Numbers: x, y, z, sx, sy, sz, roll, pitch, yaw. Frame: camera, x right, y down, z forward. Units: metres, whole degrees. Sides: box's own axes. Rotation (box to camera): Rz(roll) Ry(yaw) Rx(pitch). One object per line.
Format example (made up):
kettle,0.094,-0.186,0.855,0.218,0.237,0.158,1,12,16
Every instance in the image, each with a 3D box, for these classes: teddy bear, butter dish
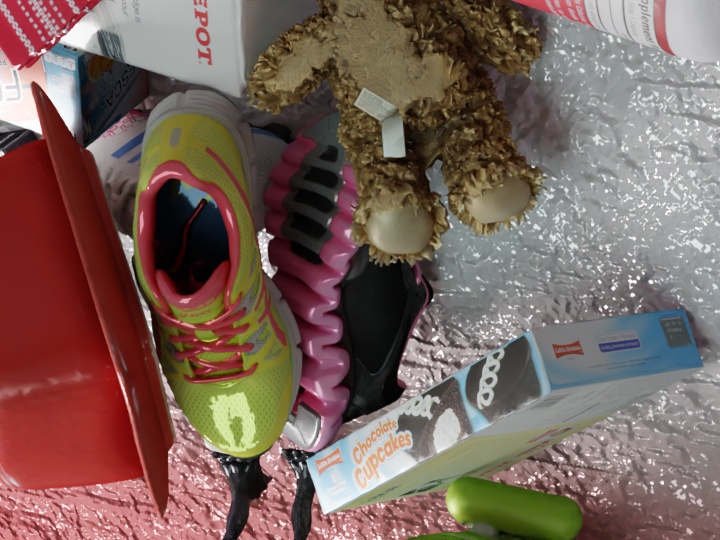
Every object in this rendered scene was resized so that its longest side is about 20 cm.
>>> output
teddy bear,0.020,-0.103,1.086,0.145,0.067,0.200,-35,92,18
butter dish,-0.192,0.036,1.172,0.200,0.147,0.201,87,164,-63

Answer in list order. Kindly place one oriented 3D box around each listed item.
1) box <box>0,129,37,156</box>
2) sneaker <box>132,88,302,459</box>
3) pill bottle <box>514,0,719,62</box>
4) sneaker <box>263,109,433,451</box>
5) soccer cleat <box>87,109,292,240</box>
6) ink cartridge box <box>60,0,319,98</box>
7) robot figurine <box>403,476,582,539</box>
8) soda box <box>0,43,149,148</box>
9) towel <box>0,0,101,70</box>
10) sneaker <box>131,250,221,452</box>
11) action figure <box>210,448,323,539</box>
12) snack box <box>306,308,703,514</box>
box,-0.258,-0.014,1.408,0.199,0.036,0.143,-4,119,41
sneaker,-0.082,0.014,1.115,0.078,0.090,0.201,-9,112,9
pill bottle,0.125,-0.158,0.950,0.199,0.112,0.113,22,132,23
sneaker,0.000,0.000,1.188,0.079,0.095,0.201,38,130,43
soccer cleat,-0.124,-0.049,1.241,0.199,0.086,0.070,0,120,38
ink cartridge box,-0.124,-0.193,1.136,0.199,0.084,0.145,19,130,27
robot figurine,0.066,0.205,1.207,0.115,0.200,0.176,11,88,34
soda box,-0.222,-0.138,1.261,0.199,0.068,0.064,19,131,24
towel,-0.159,-0.203,1.079,0.200,0.022,0.145,-33,93,42
sneaker,-0.086,0.044,1.242,0.072,0.073,0.200,5,152,16
action figure,-0.063,0.208,1.311,0.118,0.102,0.201,-2,82,27
snack box,0.074,0.077,1.160,0.200,0.116,0.037,-34,69,46
